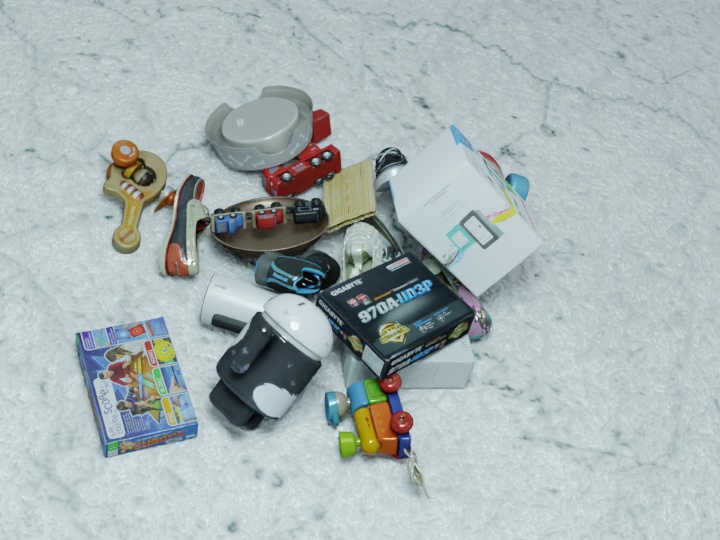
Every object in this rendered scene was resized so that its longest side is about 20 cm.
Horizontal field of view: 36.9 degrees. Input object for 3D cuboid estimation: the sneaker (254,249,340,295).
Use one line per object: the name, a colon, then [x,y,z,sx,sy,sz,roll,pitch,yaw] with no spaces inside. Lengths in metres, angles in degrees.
sneaker: [-0.082,0.014,1.688,0.081,0.074,0.199,23,14,29]

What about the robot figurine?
robot figurine: [-0.128,0.128,1.543,0.124,0.201,0.150,38,2,-17]

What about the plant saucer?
plant saucer: [-0.148,-0.065,1.780,0.197,0.037,0.201,-2,30,1]

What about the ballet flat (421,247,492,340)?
ballet flat: [0.140,0.033,1.780,0.070,0.070,0.201,-19,59,-25]

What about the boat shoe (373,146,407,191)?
boat shoe: [0.054,-0.180,1.876,0.071,0.200,0.069,-21,91,9]

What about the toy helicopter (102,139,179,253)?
toy helicopter: [-0.365,-0.113,1.793,0.130,0.079,0.202,14,56,-14]

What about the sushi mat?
sushi mat: [-0.020,-0.132,1.864,0.094,0.012,0.201,-20,30,10]

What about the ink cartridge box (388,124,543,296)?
ink cartridge box: [0.168,-0.095,1.738,0.200,0.146,0.147,42,19,-26]

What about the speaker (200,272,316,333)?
speaker: [-0.141,0.069,1.658,0.197,0.082,0.082,17,45,0]

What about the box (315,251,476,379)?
box: [0.053,0.064,1.631,0.199,0.046,0.159,-23,55,-38]

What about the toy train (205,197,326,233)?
toy train: [-0.152,-0.086,1.750,0.197,0.034,0.046,-7,41,-10]

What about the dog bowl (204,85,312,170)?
dog bowl: [-0.175,-0.252,1.925,0.197,0.059,0.201,-9,38,7]

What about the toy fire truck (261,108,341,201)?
toy fire truck: [-0.109,-0.208,1.940,0.199,0.049,0.141,-31,48,-26]

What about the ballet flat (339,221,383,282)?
ballet flat: [0.000,0.000,1.734,0.071,0.072,0.203,6,62,-9]

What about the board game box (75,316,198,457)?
board game box: [-0.324,0.163,1.553,0.133,0.035,0.201,-9,51,-21]

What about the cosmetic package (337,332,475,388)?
cosmetic package: [0.069,0.123,1.670,0.197,0.075,0.103,-1,48,-14]

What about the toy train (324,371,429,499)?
toy train: [0.019,0.245,1.541,0.114,0.085,0.202,-9,50,-8]

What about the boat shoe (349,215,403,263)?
boat shoe: [0.038,-0.019,1.802,0.075,0.061,0.201,-20,55,-30]

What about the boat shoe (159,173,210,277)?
boat shoe: [-0.276,-0.074,1.760,0.062,0.072,0.202,2,51,8]

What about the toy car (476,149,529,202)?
toy car: [0.176,-0.160,1.909,0.182,0.178,0.201,17,32,-13]
